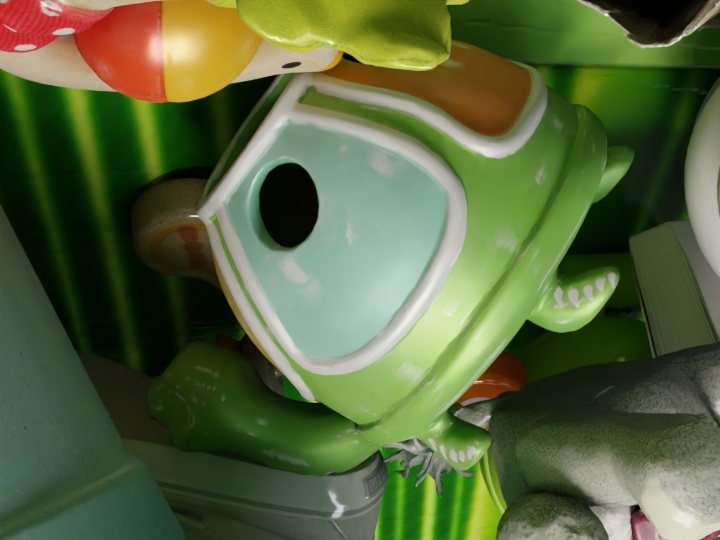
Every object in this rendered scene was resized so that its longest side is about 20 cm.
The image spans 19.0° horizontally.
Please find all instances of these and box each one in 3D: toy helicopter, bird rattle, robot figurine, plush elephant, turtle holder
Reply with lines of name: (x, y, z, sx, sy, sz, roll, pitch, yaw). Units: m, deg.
toy helicopter: (-0.028, 0.016, 0.916, 0.132, 0.079, 0.200, -26, 141, 31)
bird rattle: (-0.068, -0.084, 0.679, 0.199, 0.113, 0.163, -14, 167, -3)
robot figurine: (0.113, 0.081, 1.004, 0.115, 0.176, 0.200, -5, 176, 1)
plush elephant: (0.104, 0.119, 0.823, 0.200, 0.155, 0.165, -9, -170, 37)
turtle holder: (0.005, -0.009, 0.808, 0.132, 0.141, 0.186, 33, 141, -11)

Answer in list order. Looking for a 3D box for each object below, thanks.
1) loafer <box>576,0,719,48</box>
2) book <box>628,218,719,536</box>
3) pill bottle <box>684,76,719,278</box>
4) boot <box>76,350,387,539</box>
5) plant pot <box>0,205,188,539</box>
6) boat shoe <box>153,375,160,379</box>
loafer: (0.114, -0.112, 0.759, 0.200, 0.068, 0.076, 7, 142, -38)
book: (0.211, 0.034, 0.958, 0.200, 0.134, 0.048, -7, 169, -42)
pill bottle: (0.175, -0.036, 0.802, 0.109, 0.109, 0.200, -25, -179, 12)
boot: (-0.091, 0.098, 0.897, 0.199, 0.074, 0.096, 13, 116, 12)
plant pot: (-0.172, 0.051, 0.698, 0.200, 0.197, 0.200, -23, 180, 0)
boat shoe: (-0.070, 0.101, 1.025, 0.091, 0.071, 0.200, -7, 155, -23)
